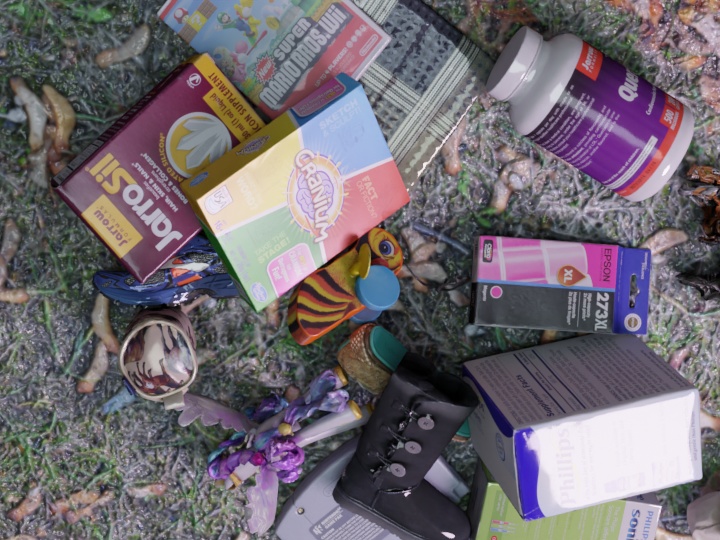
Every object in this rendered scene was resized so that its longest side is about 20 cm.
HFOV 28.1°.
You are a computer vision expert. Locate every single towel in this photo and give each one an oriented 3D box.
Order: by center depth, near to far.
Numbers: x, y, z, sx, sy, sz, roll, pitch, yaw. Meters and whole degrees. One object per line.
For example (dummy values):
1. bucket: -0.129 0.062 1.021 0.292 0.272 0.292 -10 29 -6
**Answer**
1. towel: 0.014 -0.189 1.487 0.192 0.035 0.201 35 100 -14

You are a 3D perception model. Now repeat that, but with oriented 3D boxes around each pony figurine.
1. pony figurine: -0.091 0.180 1.518 0.199 0.193 0.168 -30 79 6

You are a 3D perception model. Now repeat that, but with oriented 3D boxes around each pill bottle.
1. pill bottle: 0.230 -0.163 1.455 0.199 0.113 0.113 30 104 -11

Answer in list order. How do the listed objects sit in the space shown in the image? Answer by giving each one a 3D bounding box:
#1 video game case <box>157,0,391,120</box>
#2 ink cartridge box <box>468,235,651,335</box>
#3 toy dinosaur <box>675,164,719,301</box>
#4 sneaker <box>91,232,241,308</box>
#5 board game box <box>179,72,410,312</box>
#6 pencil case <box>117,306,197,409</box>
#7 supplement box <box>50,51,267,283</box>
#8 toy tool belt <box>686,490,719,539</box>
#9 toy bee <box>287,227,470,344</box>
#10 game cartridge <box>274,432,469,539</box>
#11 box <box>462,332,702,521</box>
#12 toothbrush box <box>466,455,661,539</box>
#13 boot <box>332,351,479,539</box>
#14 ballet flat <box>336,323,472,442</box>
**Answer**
1. video game case: -0.087 -0.246 1.445 0.200 0.017 0.143 42 102 1
2. ink cartridge box: 0.216 0.017 1.533 0.198 0.037 0.096 4 88 -8
3. toy dinosaur: 0.414 -0.025 1.519 0.199 0.102 0.136 35 86 10
4. sneaker: -0.185 -0.005 1.519 0.198 0.075 0.079 -7 91 -3
5. board game box: -0.060 -0.077 1.421 0.199 0.040 0.154 -37 129 -13
6. pencil case: -0.206 0.085 1.477 0.077 0.200 0.091 -5 94 -7
7. supplement box: -0.193 -0.105 1.438 0.200 0.103 0.131 -44 105 -7
8. toy tool belt: 0.465 0.306 1.601 0.123 0.125 0.200 -40 105 18
9. toy bee: 0.000 0.000 1.512 0.131 0.199 0.110 -34 76 42
10. game cartridge: 0.007 0.260 1.616 0.200 0.042 0.133 -39 100 9
11. box: 0.227 0.155 1.499 0.198 0.184 0.106 -11 109 -9
12. toothbrush box: 0.219 0.298 1.607 0.198 0.086 0.147 8 106 -4
13. boot: 0.077 0.195 1.517 0.163 0.066 0.201 21 122 -7
14. ballet flat: 0.047 0.125 1.557 0.065 0.071 0.200 -22 128 35
